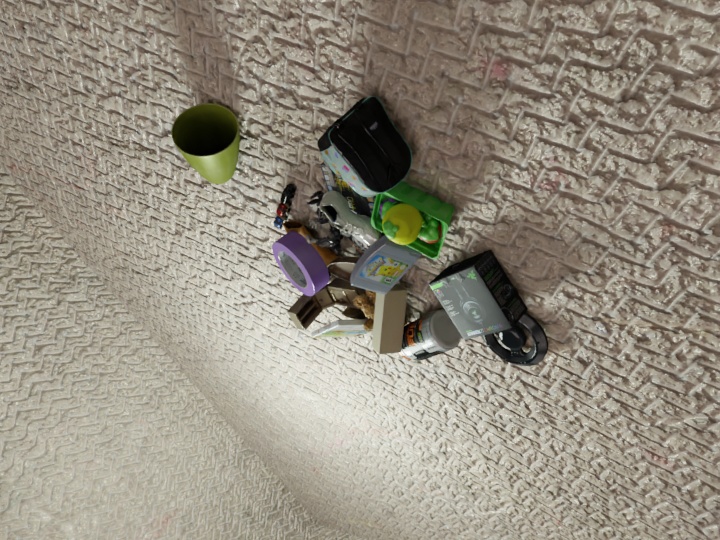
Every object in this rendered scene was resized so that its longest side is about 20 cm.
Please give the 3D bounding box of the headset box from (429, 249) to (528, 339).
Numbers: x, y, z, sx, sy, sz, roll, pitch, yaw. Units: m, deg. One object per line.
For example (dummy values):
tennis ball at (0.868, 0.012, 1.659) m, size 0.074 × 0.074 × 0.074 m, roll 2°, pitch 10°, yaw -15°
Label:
headset box at (0.301, 0.061, 1.460) m, size 0.174 × 0.093 × 0.200 m, roll -25°, pitch 100°, yaw 51°

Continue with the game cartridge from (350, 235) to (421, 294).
game cartridge at (0.061, -0.013, 1.527) m, size 0.133 × 0.041 × 0.200 m, roll 19°, pitch 132°, yaw -24°

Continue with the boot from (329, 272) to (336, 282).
boot at (-0.155, -0.002, 1.826) m, size 0.200 × 0.075 × 0.097 m, roll -11°, pitch 124°, yaw 48°

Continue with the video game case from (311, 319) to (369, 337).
video game case at (-0.035, 0.192, 1.855) m, size 0.182 × 0.199 × 0.023 m, roll -30°, pitch 64°, yaw 52°

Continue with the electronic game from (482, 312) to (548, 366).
electronic game at (0.420, 0.181, 1.544) m, size 0.200 × 0.042 × 0.201 m, roll 27°, pitch 137°, yaw 28°

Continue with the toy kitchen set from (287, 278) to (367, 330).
toy kitchen set at (-0.086, 0.145, 1.829) m, size 0.199 × 0.181 × 0.164 m, roll 6°, pitch 133°, yaw 43°

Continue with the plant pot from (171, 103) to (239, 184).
plant pot at (-0.432, -0.349, 1.641) m, size 0.187 × 0.187 × 0.200 m, roll 30°, pitch 158°, yaw 12°

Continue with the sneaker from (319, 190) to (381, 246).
sneaker at (-0.032, -0.125, 1.488) m, size 0.200 × 0.087 × 0.075 m, roll 37°, pitch 121°, yaw -1°

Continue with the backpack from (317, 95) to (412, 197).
backpack at (0.015, -0.274, 1.314) m, size 0.200 × 0.176 × 0.153 m, roll 47°, pitch 159°, yaw -8°

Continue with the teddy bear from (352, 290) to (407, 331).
teddy bear at (0.064, 0.132, 1.746) m, size 0.067 × 0.145 × 0.201 m, roll -121°, pitch 8°, yaw -64°

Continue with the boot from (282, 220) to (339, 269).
boot at (-0.154, -0.081, 1.739) m, size 0.201 × 0.071 × 0.144 m, roll 19°, pitch 146°, yaw 35°

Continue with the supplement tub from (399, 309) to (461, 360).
supplement tub at (0.200, 0.202, 1.690) m, size 0.123 × 0.123 × 0.200 m, roll 45°, pitch 143°, yaw -8°

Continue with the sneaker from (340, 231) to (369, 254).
sneaker at (0.025, -0.067, 1.580) m, size 0.200 × 0.078 × 0.077 m, roll 29°, pitch 116°, yaw 14°

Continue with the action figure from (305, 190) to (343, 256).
action figure at (-0.108, -0.126, 1.624) m, size 0.102 × 0.119 × 0.201 m, roll -11°, pitch 121°, yaw 6°

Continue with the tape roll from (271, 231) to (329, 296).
tape roll at (-0.184, -0.020, 1.717) m, size 0.200 × 0.066 × 0.200 m, roll 41°, pitch 154°, yaw 25°

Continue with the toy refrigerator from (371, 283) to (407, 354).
toy refrigerator at (0.085, 0.145, 1.686) m, size 0.070 × 0.076 × 0.201 m, roll -141°, pitch 52°, yaw -63°

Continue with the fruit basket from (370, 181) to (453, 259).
fruit basket at (0.113, -0.112, 1.373) m, size 0.215 × 0.216 × 0.156 m, roll 29°, pitch 142°, yaw 14°

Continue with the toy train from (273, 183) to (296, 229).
toy train at (-0.237, -0.190, 1.723) m, size 0.034 × 0.046 × 0.200 m, roll 35°, pitch 144°, yaw 6°

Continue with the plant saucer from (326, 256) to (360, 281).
plant saucer at (0.000, 0.000, 1.667) m, size 0.199 × 0.032 × 0.200 m, roll 10°, pitch 163°, yaw 3°

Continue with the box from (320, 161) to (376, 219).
box at (-0.010, -0.204, 1.509) m, size 0.161 × 0.049 × 0.200 m, roll 16°, pitch 139°, yaw 32°
